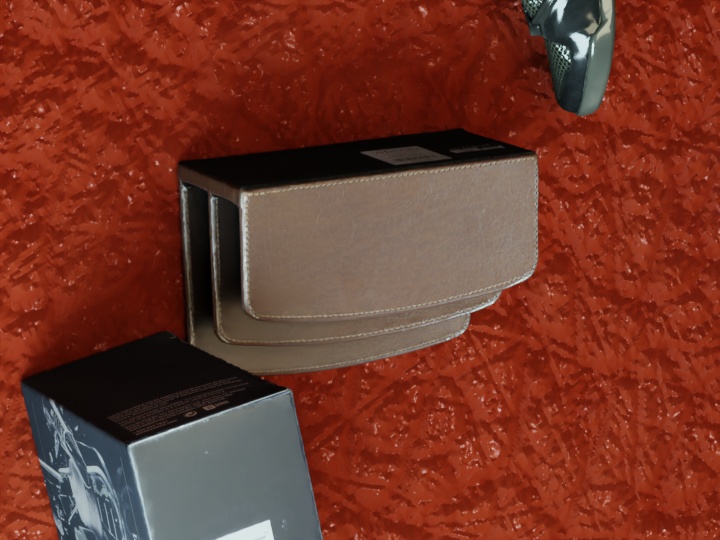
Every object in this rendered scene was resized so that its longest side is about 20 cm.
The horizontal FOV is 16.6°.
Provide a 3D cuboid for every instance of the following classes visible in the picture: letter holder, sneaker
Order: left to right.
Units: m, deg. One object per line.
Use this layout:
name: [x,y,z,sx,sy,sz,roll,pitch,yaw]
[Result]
letter holder: [0.000,0.000,1.506,0.199,0.100,0.143,-8,104,-25]
sneaker: [0.102,-0.188,1.542,0.113,0.076,0.201,-10,121,-3]

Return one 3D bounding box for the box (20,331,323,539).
box: [-0.102,0.158,1.435,0.103,0.182,0.202,-18,106,-22]
